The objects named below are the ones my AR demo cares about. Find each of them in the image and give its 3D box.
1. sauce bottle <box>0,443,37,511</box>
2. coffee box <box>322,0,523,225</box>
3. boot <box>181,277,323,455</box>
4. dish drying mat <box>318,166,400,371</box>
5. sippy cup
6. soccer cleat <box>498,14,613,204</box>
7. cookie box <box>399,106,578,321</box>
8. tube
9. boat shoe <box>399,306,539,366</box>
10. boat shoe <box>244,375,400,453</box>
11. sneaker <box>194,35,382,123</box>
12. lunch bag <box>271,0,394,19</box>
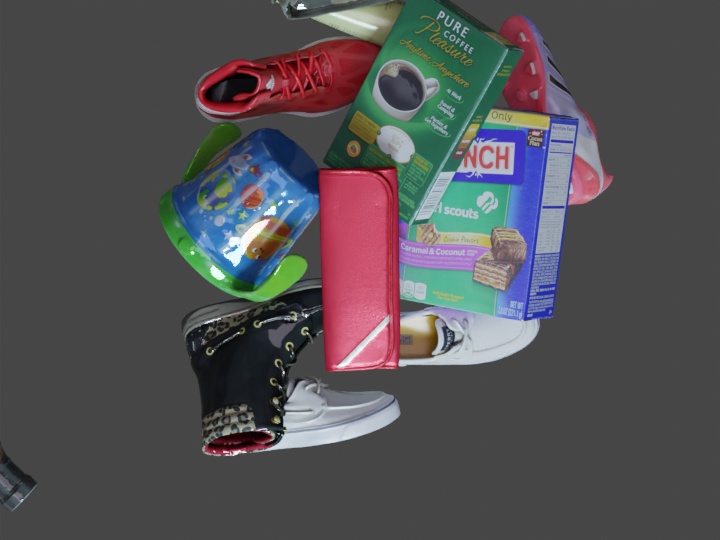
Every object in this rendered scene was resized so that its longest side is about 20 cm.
[{"bbox_3d":[-0.416,0.165,1.699,0.066,0.066,0.200,-44,95,4],"label":"sauce bottle"},{"bbox_3d":[0.059,-0.157,1.605,0.123,0.044,0.201,36,110,24],"label":"coffee box"},{"bbox_3d":[-0.075,0.097,1.660,0.202,0.074,0.154,-12,58,6],"label":"boot"},{"bbox_3d":[0.000,0.000,1.608,0.076,0.018,0.201,-1,105,0],"label":"dish drying mat"},{"bbox_3d":[-0.106,-0.065,1.630,0.130,0.140,0.178,-43,87,19],"label":"sippy cup"},{"bbox_3d":[0.195,-0.164,1.686,0.076,0.067,0.201,-19,89,-39],"label":"soccer cleat"},{"bbox_3d":[0.113,-0.063,1.647,0.170,0.075,0.201,10,97,29],"label":"cookie box"},{"bbox_3d":[-0.022,-0.263,1.652,0.199,0.058,0.052,18,70,-4],"label":"tube"},{"bbox_3d":[0.087,0.066,1.699,0.199,0.070,0.071,-3,98,-2],"label":"boat shoe"},{"bbox_3d":[-0.061,0.140,1.708,0.199,0.072,0.066,-8,102,8],"label":"boat shoe"},{"bbox_3d":[-0.066,-0.182,1.639,0.199,0.116,0.079,-17,98,-1],"label":"sneaker"},{"bbox_3d":[-0.008,-0.344,1.599,0.199,0.118,0.165,-17,70,1],"label":"lunch bag"}]
